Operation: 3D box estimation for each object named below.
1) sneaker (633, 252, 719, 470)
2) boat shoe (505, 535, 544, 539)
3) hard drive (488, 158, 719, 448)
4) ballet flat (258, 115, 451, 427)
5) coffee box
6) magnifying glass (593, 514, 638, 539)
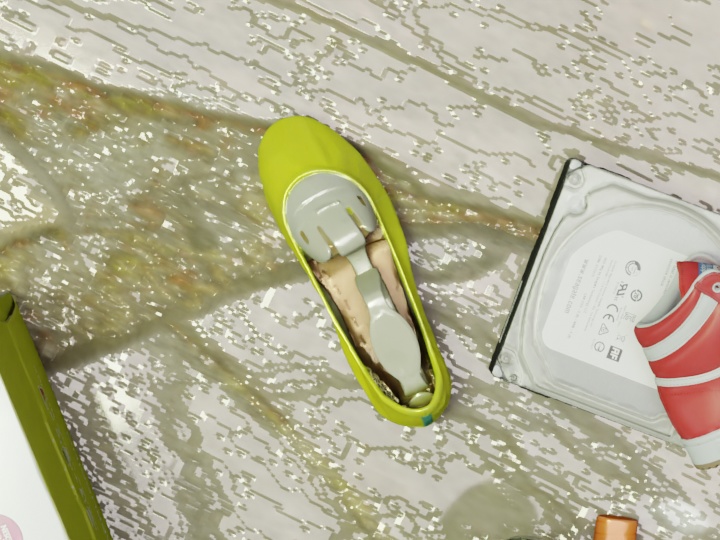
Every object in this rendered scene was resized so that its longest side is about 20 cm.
[{"bbox_3d":[0.253,0.019,1.553,0.200,0.071,0.113,-30,96,3],"label":"sneaker"},{"bbox_3d":[0.056,0.240,1.492,0.072,0.060,0.202,25,91,6],"label":"boat shoe"},{"bbox_3d":[0.192,0.032,1.607,0.199,0.038,0.140,21,92,-2],"label":"hard drive"},{"bbox_3d":[0.000,0.000,1.588,0.067,0.067,0.201,-25,92,1],"label":"ballet flat"},{"bbox_3d":[-0.256,0.142,1.524,0.197,0.200,0.200,-22,93,0],"label":"coffee box"},{"bbox_3d":[0.141,0.247,1.623,0.079,0.022,0.201,7,91,0],"label":"magnifying glass"}]
